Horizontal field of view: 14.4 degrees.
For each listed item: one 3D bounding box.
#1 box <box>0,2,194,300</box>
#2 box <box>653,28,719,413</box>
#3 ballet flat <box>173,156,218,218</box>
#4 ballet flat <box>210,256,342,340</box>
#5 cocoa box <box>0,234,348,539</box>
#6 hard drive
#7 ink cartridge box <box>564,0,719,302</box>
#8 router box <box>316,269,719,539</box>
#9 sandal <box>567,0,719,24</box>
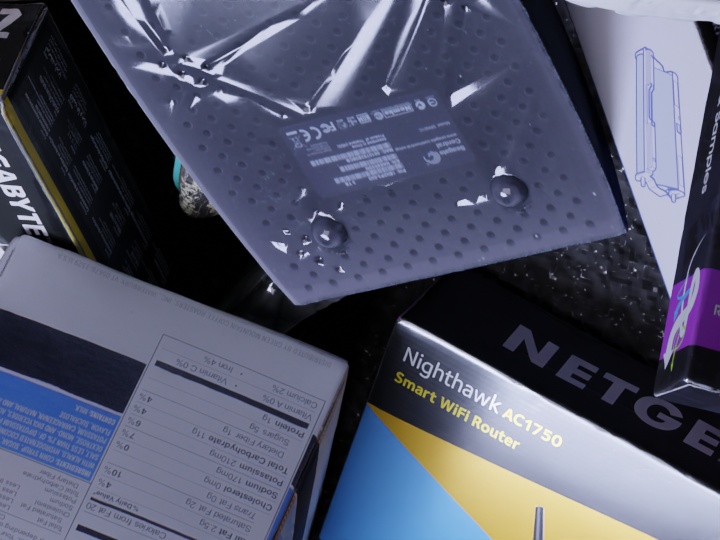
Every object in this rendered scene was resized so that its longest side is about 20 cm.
[{"bbox_3d":[-0.161,-0.023,1.054,0.160,0.049,0.200,8,147,22],"label":"box"},{"bbox_3d":[0.170,-0.045,0.810,0.143,0.200,0.036,15,168,-11],"label":"box"},{"bbox_3d":[-0.011,-0.084,0.978,0.075,0.068,0.200,34,126,22],"label":"ballet flat"},{"bbox_3d":[0.000,0.000,1.024,0.057,0.066,0.200,46,129,-9],"label":"ballet flat"},{"bbox_3d":[-0.096,0.108,1.045,0.133,0.131,0.200,21,149,4],"label":"cocoa box"},{"bbox_3d":[-0.012,-0.082,0.841,0.135,0.042,0.200,-13,126,31],"label":"hard drive"},{"bbox_3d":[0.106,-0.081,0.861,0.044,0.094,0.200,-22,85,39],"label":"ink cartridge box"},{"bbox_3d":[0.088,0.107,1.044,0.200,0.051,0.149,28,128,13],"label":"router box"},{"bbox_3d":[0.140,-0.103,0.769,0.050,0.203,0.083,141,118,-72],"label":"sandal"}]
